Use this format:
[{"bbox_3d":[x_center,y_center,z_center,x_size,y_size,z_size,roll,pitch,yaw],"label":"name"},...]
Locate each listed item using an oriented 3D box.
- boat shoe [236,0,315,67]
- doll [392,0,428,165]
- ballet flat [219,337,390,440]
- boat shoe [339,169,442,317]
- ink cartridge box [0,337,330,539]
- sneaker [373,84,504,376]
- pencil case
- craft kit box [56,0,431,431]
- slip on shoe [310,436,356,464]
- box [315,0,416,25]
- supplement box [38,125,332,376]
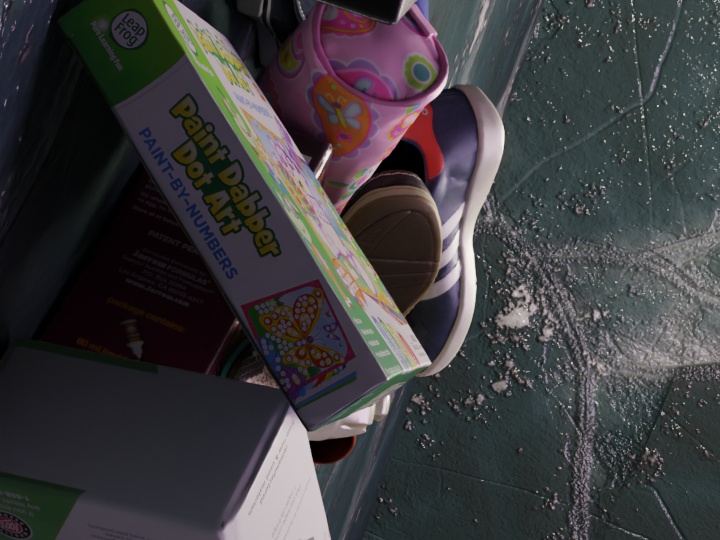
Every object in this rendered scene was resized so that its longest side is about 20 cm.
[{"bbox_3d":[-0.013,-0.152,1.075,0.200,0.090,0.071,73,38,-79],"label":"boat shoe"},{"bbox_3d":[0.025,-0.141,1.237,0.137,0.048,0.201,50,30,-37],"label":"doll"},{"bbox_3d":[-0.020,0.059,0.983,0.200,0.075,0.068,-8,120,-83],"label":"ballet flat"},{"bbox_3d":[0.001,0.000,1.090,0.201,0.071,0.066,103,-16,-54],"label":"boat shoe"},{"bbox_3d":[-0.093,0.138,0.872,0.201,0.145,0.088,79,28,-42],"label":"ink cartridge box"},{"bbox_3d":[0.026,-0.021,1.155,0.075,0.084,0.201,-131,-138,-51],"label":"sneaker"},{"bbox_3d":[-0.023,-0.080,1.054,0.088,0.087,0.200,-65,-173,-33],"label":"pencil case"},{"bbox_3d":[-0.044,-0.027,0.838,0.048,0.198,0.200,-35,176,5],"label":"craft kit box"},{"bbox_3d":[-0.052,0.080,1.169,0.200,0.074,0.061,36,34,-64],"label":"slip on shoe"},{"bbox_3d":[0.011,-0.246,0.874,0.197,0.123,0.201,-59,168,-64],"label":"box"},{"bbox_3d":[-0.094,0.021,0.975,0.111,0.085,0.201,102,11,-52],"label":"supplement box"}]
